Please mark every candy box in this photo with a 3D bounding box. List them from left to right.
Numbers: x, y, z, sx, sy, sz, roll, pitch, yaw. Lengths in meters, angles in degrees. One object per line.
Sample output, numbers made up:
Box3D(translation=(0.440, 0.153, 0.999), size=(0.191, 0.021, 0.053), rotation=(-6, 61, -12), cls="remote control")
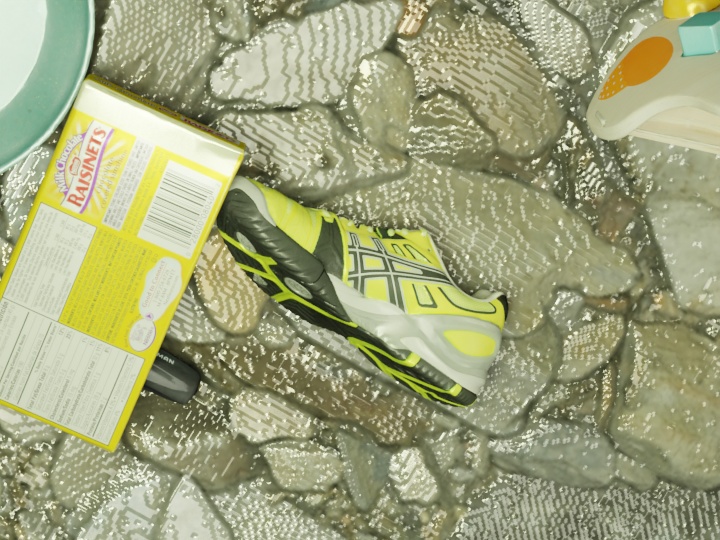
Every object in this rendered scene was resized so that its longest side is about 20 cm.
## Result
Box3D(translation=(-0.150, -0.002, 1.512), size=(0.102, 0.026, 0.201), rotation=(24, 105, -2), cls="candy box")

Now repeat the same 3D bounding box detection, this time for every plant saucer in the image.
Box3D(translation=(-0.251, -0.146, 1.484), size=(0.198, 0.036, 0.202), rotation=(-2, 103, -9), cls="plant saucer")

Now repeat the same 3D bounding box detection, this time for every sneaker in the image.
Box3D(translation=(0.000, 0.000, 1.553), size=(0.199, 0.075, 0.077), rotation=(37, 75, -18), cls="sneaker")

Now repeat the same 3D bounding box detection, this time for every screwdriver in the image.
Box3D(translation=(-0.183, 0.023, 1.547), size=(0.199, 0.028, 0.029), rotation=(33, 67, -9), cls="screwdriver")

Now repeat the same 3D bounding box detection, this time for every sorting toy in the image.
Box3D(translation=(0.255, -0.097, 1.506), size=(0.198, 0.180, 0.108), rotation=(11, 102, -12), cls="sorting toy")
